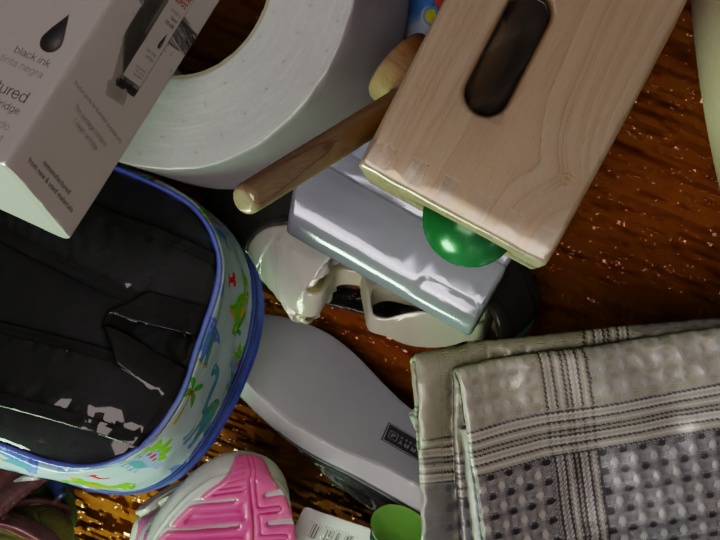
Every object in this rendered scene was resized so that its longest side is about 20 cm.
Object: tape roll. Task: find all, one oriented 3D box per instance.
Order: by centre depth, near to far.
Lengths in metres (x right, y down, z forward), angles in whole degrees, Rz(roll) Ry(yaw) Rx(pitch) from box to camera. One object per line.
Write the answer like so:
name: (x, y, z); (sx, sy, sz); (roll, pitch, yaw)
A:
tape roll: (-0.077, -0.146, 1.266); (0.199, 0.066, 0.202); (-3, 82, 24)

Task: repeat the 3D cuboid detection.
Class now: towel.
towel: (0.124, 0.125, 1.241); (0.199, 0.035, 0.194); (-7, 103, -9)

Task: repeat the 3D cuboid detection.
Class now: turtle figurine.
turtle figurine: (-0.215, 0.214, 1.385); (0.144, 0.194, 0.200); (45, 113, -6)

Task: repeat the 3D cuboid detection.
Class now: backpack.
backpack: (-0.156, 0.028, 1.313); (0.199, 0.147, 0.184); (17, 78, 21)

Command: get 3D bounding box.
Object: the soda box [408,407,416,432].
soda box: (0.103, 0.144, 1.305); (0.070, 0.063, 0.201); (-12, 109, 40)

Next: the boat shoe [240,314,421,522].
boat shoe: (0.002, 0.101, 1.369); (0.199, 0.069, 0.057); (34, 139, 1)

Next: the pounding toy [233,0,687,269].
pounding toy: (0.052, -0.084, 1.173); (0.142, 0.184, 0.201); (28, 90, 2)

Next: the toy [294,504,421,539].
toy: (-0.006, 0.201, 1.396); (0.114, 0.047, 0.200); (18, 136, -8)

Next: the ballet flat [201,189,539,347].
ballet flat: (0.000, 0.000, 1.330); (0.199, 0.069, 0.068); (14, 130, 9)

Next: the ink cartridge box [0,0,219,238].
ink cartridge box: (-0.159, -0.139, 1.187); (0.146, 0.083, 0.201); (23, 74, 26)

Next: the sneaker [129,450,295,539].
sneaker: (-0.092, 0.150, 1.359); (0.081, 0.089, 0.200); (9, 142, -18)

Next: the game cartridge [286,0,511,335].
game cartridge: (0.049, -0.084, 1.283); (0.133, 0.040, 0.201); (28, 90, 6)

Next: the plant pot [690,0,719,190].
plant pot: (0.250, -0.073, 1.214); (0.186, 0.188, 0.201); (6, 121, 10)
